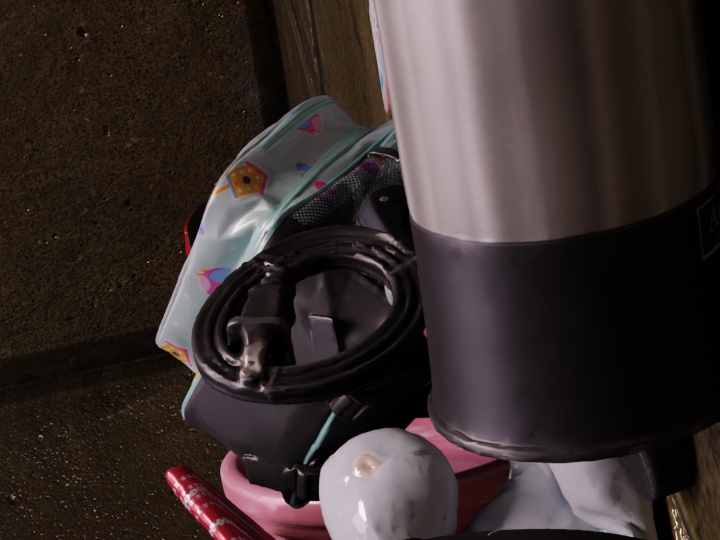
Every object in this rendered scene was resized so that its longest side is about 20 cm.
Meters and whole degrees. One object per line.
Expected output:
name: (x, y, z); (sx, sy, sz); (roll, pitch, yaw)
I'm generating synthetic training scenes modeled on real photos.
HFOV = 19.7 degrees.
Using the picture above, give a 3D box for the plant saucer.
plant saucer: (0.021, 0.118, 1.184); (0.201, 0.199, 0.051); (-121, 22, -78)

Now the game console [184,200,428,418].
game console: (0.004, 0.019, 1.200); (0.177, 0.199, 0.031); (-108, 23, -50)

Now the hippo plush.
hippo plush: (0.061, 0.142, 0.992); (0.159, 0.160, 0.201); (102, 157, -79)

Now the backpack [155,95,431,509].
backpack: (0.000, 0.000, 1.073); (0.153, 0.200, 0.176); (41, 137, 17)

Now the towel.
towel: (-0.018, 0.191, 1.029); (0.200, 0.022, 0.145); (49, 177, 29)

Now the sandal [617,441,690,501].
sandal: (0.102, 0.001, 0.902); (0.075, 0.048, 0.201); (122, 124, -82)

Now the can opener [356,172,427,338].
can opener: (0.048, 0.013, 0.885); (0.200, 0.063, 0.079); (-118, 7, -49)

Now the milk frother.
milk frother: (0.024, -0.045, 0.733); (0.181, 0.199, 0.189); (-101, 1, -72)

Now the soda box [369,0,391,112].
soda box: (0.039, -0.156, 1.080); (0.200, 0.068, 0.064); (85, 176, -68)

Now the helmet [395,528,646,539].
helmet: (0.078, 0.190, 0.705); (0.200, 0.190, 0.201); (15, -90, -70)
